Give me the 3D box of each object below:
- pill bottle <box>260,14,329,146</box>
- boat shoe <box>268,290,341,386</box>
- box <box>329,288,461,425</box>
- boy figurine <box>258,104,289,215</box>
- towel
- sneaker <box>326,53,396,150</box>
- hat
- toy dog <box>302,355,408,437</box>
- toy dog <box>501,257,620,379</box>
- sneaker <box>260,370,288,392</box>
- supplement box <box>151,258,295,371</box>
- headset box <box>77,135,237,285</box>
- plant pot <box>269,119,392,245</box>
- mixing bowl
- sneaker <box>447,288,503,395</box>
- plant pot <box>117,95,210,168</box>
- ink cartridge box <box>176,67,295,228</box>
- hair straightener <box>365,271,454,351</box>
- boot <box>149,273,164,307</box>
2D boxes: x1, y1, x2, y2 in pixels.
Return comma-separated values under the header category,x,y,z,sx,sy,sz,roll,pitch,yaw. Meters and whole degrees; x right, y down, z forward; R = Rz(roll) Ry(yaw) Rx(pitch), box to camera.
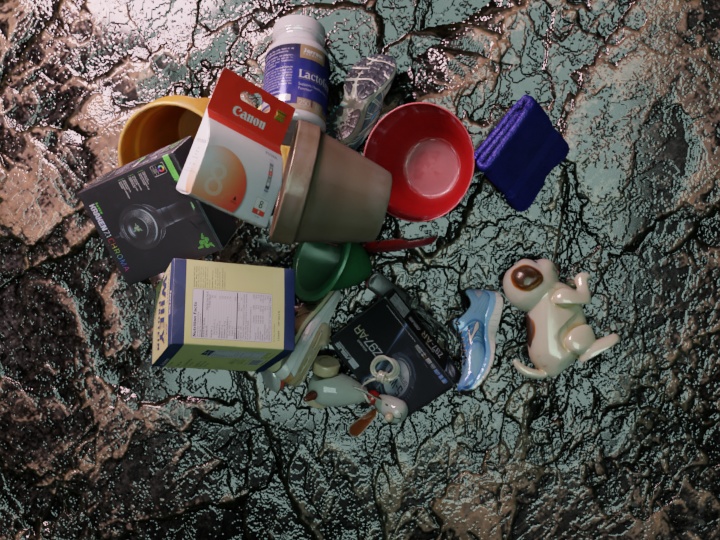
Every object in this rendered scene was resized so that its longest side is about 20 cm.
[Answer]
category,x,y,z,sx,sy,sz,roll,pitch,yaw
pill bottle,-0.111,-0.327,1.539,0.114,0.116,0.203,1,71,3
boat shoe,-0.090,0.115,1.603,0.068,0.074,0.201,42,68,-17
box,0.060,0.156,1.599,0.160,0.044,0.201,-37,92,33
boy figurine,-0.152,-0.200,1.603,0.122,0.064,0.204,-1,97,13
towel,0.274,-0.199,1.522,0.049,0.199,0.149,37,93,34
sneaker,0.003,-0.293,1.587,0.077,0.087,0.202,26,75,24
hat,0.000,0.000,1.607,0.174,0.199,0.168,23,68,-33
toy dog,-0.023,0.227,1.585,0.197,0.096,0.134,-2,111,26
toy dog,0.326,0.073,1.569,0.192,0.140,0.202,-29,86,2
sneaker,-0.158,0.117,1.639,0.081,0.077,0.203,-14,86,-28
supplement box,-0.228,0.079,1.462,0.197,0.200,0.137,5,72,-21
headset box,-0.317,-0.097,1.438,0.197,0.093,0.176,-19,109,17
plant pot,-0.045,-0.124,1.460,0.171,0.200,0.203,15,96,-9
mixing bowl,0.113,-0.184,1.555,0.197,0.108,0.204,1,92,20
sneaker,0.190,0.123,1.574,0.089,0.079,0.203,17,62,-7
plant pot,-0.288,-0.212,1.535,0.197,0.184,0.203,4,115,9
ink cartridge box,-0.178,-0.186,1.384,0.050,0.161,0.203,22,90,46
hair straightener,0.092,0.076,1.604,0.200,0.077,0.041,43,86,0
boot,-0.347,0.032,1.597,0.077,0.138,0.202,-27,92,5
